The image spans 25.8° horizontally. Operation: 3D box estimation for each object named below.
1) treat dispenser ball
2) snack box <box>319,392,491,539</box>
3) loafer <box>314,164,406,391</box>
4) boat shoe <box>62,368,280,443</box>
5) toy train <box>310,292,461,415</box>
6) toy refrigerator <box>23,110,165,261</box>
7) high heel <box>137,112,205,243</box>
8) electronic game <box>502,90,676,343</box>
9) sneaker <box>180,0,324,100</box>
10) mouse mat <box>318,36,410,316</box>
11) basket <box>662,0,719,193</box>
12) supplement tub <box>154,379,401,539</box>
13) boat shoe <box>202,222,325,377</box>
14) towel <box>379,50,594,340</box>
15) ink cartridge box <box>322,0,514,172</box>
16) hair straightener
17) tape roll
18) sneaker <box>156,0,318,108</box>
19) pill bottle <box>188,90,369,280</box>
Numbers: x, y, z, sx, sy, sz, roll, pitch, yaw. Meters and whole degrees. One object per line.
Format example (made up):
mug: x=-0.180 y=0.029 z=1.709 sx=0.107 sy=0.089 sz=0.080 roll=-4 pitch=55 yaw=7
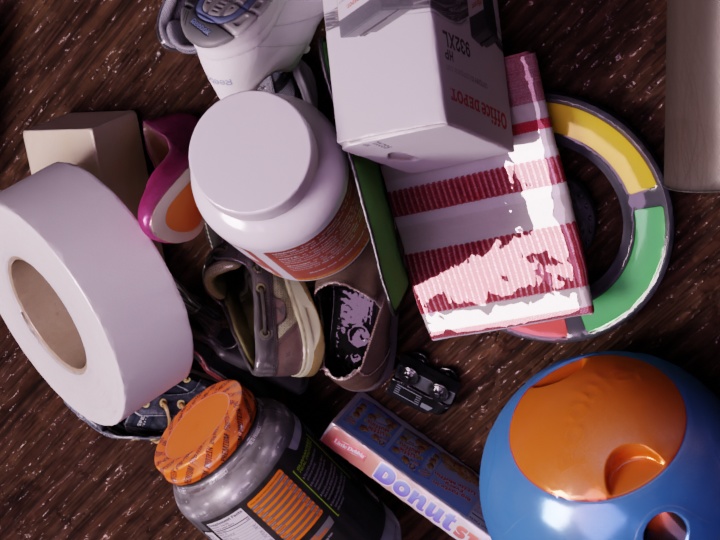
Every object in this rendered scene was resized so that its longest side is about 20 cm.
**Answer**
treat dispenser ball: x=0.189 y=0.160 z=1.170 sx=0.200 sy=0.201 sz=0.202 roll=8 pitch=112 yaw=19
snack box: x=0.064 y=0.176 z=1.299 sx=0.200 sy=0.072 sz=0.024 roll=35 pitch=117 yaw=7
loafer: x=0.000 y=0.000 z=1.242 sx=0.073 sy=0.071 sz=0.201 roll=-1 pitch=94 yaw=15
boat shoe: x=-0.159 y=0.126 z=1.359 sx=0.200 sy=0.091 sz=0.071 roll=21 pitch=116 yaw=13
toy train: x=-0.010 y=0.064 z=1.311 sx=0.200 sy=0.034 sz=0.046 roll=28 pitch=128 yaw=10
toy refrigerator: x=-0.217 y=-0.032 z=1.339 sx=0.076 sy=0.070 sz=0.201 roll=0 pitch=109 yaw=29
high heel: x=-0.157 y=-0.077 z=1.221 sx=0.096 sy=0.200 sz=0.068 roll=12 pitch=119 yaw=10
electronic game: x=0.142 y=-0.039 z=1.205 sx=0.199 sy=0.042 sz=0.201 roll=7 pitch=112 yaw=19
sneaker: x=-0.057 y=-0.197 z=1.151 sx=0.074 sy=0.200 sz=0.087 roll=23 pitch=142 yaw=29
mouse mat: x=0.005 y=-0.072 z=1.145 sx=0.008 sy=0.161 sz=0.201 roll=-13 pitch=95 yaw=7
basket: x=0.276 y=-0.167 z=1.056 sx=0.180 sy=0.136 sz=0.201 roll=-8 pitch=102 yaw=20
supplement tub: x=-0.069 y=0.190 z=1.299 sx=0.122 sy=0.123 sz=0.200 roll=-29 pitch=116 yaw=28
boat shoe: x=-0.093 y=0.000 z=1.251 sx=0.201 sy=0.066 sz=0.072 roll=62 pitch=140 yaw=29
towel: x=0.091 y=-0.054 z=1.191 sx=0.144 sy=0.023 sz=0.201 roll=-11 pitch=99 yaw=29
ink cartridge box: x=0.038 y=-0.180 z=1.098 sx=0.083 sy=0.145 sz=0.201 roll=-9 pitch=83 yaw=23
hair straightener: x=-0.122 y=0.043 z=1.306 sx=0.200 sy=0.041 sz=0.077 roll=37 pitch=127 yaw=-16
tape roll: x=-0.218 y=0.018 z=1.227 sx=0.202 sy=0.071 sz=0.203 roll=38 pitch=147 yaw=30
sneaker: x=-0.098 y=-0.162 z=1.211 sx=0.075 sy=0.114 sz=0.201 roll=-3 pitch=108 yaw=30
pill bottle: x=-0.056 y=-0.062 z=1.127 sx=0.112 sy=0.200 sz=0.113 roll=-2 pitch=80 yaw=9
